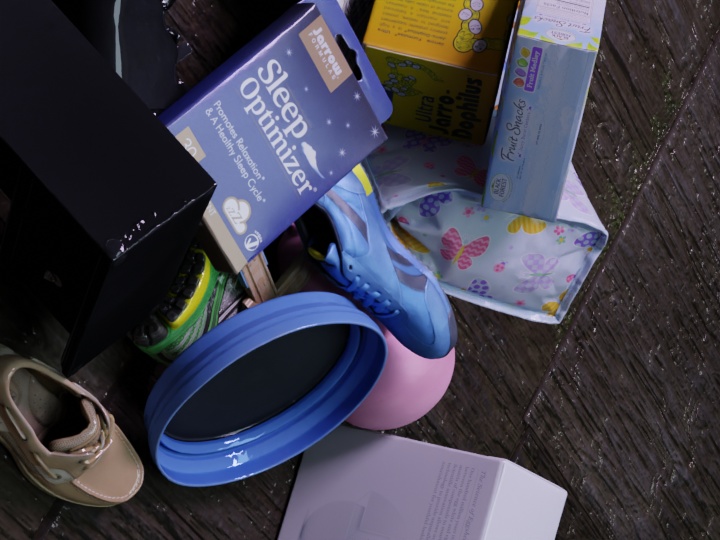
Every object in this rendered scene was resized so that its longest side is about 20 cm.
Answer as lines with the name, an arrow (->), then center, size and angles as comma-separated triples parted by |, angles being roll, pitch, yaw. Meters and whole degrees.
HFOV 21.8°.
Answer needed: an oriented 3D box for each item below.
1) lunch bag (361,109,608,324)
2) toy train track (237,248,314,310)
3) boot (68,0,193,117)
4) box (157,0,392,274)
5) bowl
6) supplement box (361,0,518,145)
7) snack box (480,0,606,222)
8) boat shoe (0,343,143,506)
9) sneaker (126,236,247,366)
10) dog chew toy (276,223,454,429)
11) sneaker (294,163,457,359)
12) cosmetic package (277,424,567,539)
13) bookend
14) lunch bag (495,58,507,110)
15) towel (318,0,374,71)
lunch bag -> 0.082, -0.059, 1.563 | 0.199, 0.170, 0.127 | 17, 119, -23
toy train track -> -0.071, 0.006, 1.408 | 0.115, 0.032, 0.200 | -51, 144, -26
boot -> -0.184, -0.178, 1.281 | 0.198, 0.073, 0.163 | -13, 101, -66
box -> -0.057, -0.106, 1.343 | 0.200, 0.032, 0.121 | -44, 118, -27
bowl -> -0.075, 0.090, 1.433 | 0.200, 0.039, 0.201 | -25, 151, -15
supplement box -> 0.074, -0.221, 1.504 | 0.109, 0.109, 0.201 | 95, 9, -64
snack box -> 0.149, -0.167, 1.466 | 0.200, 0.067, 0.169 | -76, 176, -49
boat shoe -> -0.211, 0.118, 1.331 | 0.200, 0.064, 0.071 | 44, 63, -47
sneaker -> -0.113, -0.014, 1.438 | 0.200, 0.078, 0.085 | -57, 146, -19
dog chew toy -> -0.003, 0.034, 1.546 | 0.125, 0.124, 0.200 | -49, 123, -35
sneaker -> 0.000, 0.000, 1.435 | 0.200, 0.066, 0.078 | 57, 46, -18
cosmetic package -> 0.042, 0.249, 1.574 | 0.123, 0.200, 0.200 | 30, 74, -50
bookend -> -0.212, -0.061, 1.248 | 0.092, 0.199, 0.200 | -38, 82, -29
lunch bag -> 0.090, -0.189, 1.654 | 0.160, 0.075, 0.200 | -51, 132, -27
towel -> -0.018, -0.187, 1.476 | 0.193, 0.034, 0.200 | 80, 32, -71
